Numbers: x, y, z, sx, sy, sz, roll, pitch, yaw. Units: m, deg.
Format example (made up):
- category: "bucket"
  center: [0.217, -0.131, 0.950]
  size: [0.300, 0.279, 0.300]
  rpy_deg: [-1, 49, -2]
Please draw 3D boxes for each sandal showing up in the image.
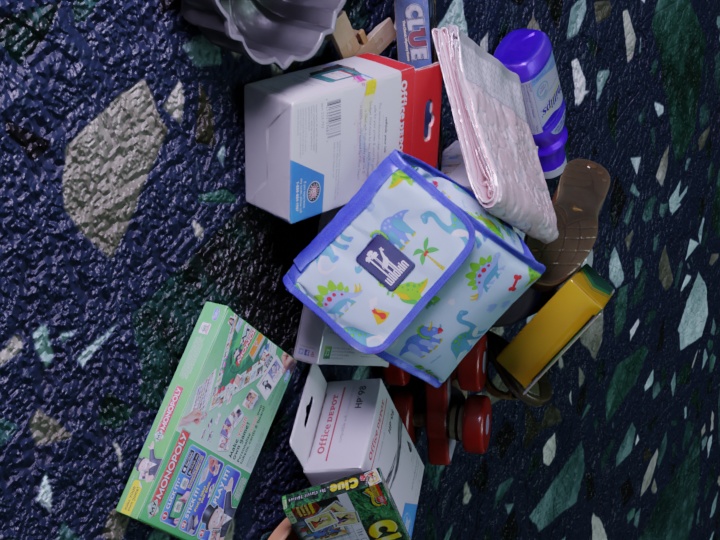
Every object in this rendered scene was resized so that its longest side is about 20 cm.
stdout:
- category: "sandal"
  center: [0.165, 0.120, 1.455]
  size: [0.081, 0.200, 0.055]
  rpy_deg: [25, 100, -27]

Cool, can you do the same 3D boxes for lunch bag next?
- category: "lunch bag"
  center: [0.048, -0.006, 1.163]
  size: [0.200, 0.128, 0.170]
  rpy_deg: [32, 107, -34]

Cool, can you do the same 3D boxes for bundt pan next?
- category: "bundt pan"
  center: [-0.089, -0.271, 1.007]
  size: [0.201, 0.075, 0.203]
  rpy_deg: [-23, 118, -52]

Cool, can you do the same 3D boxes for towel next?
- category: "towel"
  center: [0.140, -0.132, 1.211]
  size: [0.200, 0.032, 0.192]
  rpy_deg: [18, 56, -62]

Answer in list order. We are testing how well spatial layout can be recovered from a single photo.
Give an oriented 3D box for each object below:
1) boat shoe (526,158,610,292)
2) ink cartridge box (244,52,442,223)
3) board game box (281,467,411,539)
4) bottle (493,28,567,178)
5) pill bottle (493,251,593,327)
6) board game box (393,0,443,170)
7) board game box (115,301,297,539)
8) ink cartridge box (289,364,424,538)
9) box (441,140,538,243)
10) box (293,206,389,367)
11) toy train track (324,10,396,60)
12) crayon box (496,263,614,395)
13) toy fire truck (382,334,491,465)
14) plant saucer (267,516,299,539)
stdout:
- category: "boat shoe"
  center: [0.239, -0.043, 1.418]
  size: [0.068, 0.072, 0.201]
  rpy_deg: [101, 15, -51]
- category: "ink cartridge box"
  center: [-0.013, -0.131, 1.138]
  size: [0.199, 0.067, 0.117]
  rpy_deg: [-22, 125, -41]
- category: "board game box"
  center: [-0.001, 0.284, 1.252]
  size: [0.024, 0.104, 0.201]
  rpy_deg: [-106, 175, -49]
- category: "bottle"
  center: [0.218, -0.202, 1.520]
  size: [0.084, 0.065, 0.201]
  rpy_deg: [-57, 142, -32]
- category: "pill bottle"
  center: [0.210, -0.004, 1.526]
  size: [0.200, 0.113, 0.115]
  rpy_deg: [-19, 116, -54]
- category: "board game box"
  center: [0.062, -0.202, 1.251]
  size: [0.136, 0.034, 0.201]
  rpy_deg: [-77, 164, -64]
- category: "board game box"
  center: [-0.136, 0.147, 1.114]
  size: [0.135, 0.029, 0.201]
  rpy_deg: [44, 63, -52]
- category: "ink cartridge box"
  center: [0.001, 0.196, 1.274]
  size: [0.116, 0.066, 0.201]
  rpy_deg: [-75, 151, -41]
- category: "box"
  center: [0.128, -0.069, 1.348]
  size: [0.200, 0.101, 0.113]
  rpy_deg: [-43, 135, -63]
- category: "box"
  center: [0.000, 0.000, 1.275]
  size: [0.144, 0.036, 0.201]
  rpy_deg: [10, 93, -58]
- category: "toy train track"
  center: [0.000, -0.176, 1.210]
  size: [0.115, 0.032, 0.200]
  rpy_deg: [-48, 138, -20]
- category: "crayon box"
  center: [0.223, 0.062, 1.381]
  size: [0.126, 0.052, 0.200]
  rpy_deg: [-49, 173, 15]
- category: "toy fire truck"
  center: [0.101, 0.114, 1.415]
  size: [0.168, 0.111, 0.201]
  rpy_deg: [-60, 149, -58]
- category: "plant saucer"
  center: [-0.067, 0.343, 1.283]
  size: [0.200, 0.032, 0.202]
  rpy_deg: [-23, 119, -52]
